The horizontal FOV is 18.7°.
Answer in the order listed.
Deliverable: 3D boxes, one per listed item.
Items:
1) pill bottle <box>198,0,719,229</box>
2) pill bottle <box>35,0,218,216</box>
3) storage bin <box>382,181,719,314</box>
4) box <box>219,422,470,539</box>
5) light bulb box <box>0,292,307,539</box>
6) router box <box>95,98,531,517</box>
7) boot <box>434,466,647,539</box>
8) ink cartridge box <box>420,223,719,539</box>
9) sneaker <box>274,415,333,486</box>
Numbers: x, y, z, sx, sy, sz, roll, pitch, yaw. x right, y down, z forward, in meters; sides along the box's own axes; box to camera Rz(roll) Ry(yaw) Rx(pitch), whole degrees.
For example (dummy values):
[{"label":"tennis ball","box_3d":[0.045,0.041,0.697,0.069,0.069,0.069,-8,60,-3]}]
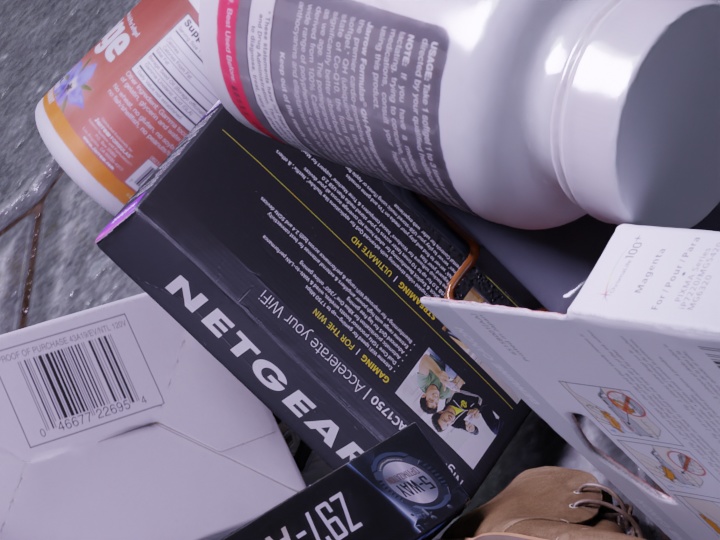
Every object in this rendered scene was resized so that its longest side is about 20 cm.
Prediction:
[{"label":"pill bottle","box_3d":[0.042,-0.079,0.802,0.199,0.111,0.111,23,73,41]},{"label":"pill bottle","box_3d":[-0.106,-0.132,1.421,0.200,0.112,0.112,-43,30,11]},{"label":"storage bin","box_3d":[0.115,-0.001,0.901,0.146,0.200,0.134,-44,39,8]},{"label":"box","box_3d":[-0.065,0.154,0.925,0.200,0.044,0.160,-28,-14,-35]},{"label":"light bulb box","box_3d":[-0.167,0.118,1.056,0.198,0.125,0.200,-16,-15,-38]},{"label":"router box","box_3d":[0.000,0.000,1.001,0.149,0.200,0.051,-51,9,-34]},{"label":"boot","box_3d":[0.088,0.111,0.897,0.075,0.074,0.200,-46,13,-18]},{"label":"ink cartridge box","box_3d":[0.141,0.058,0.773,0.173,0.200,0.044,9,60,56]},{"label":"sneaker","box_3d":[-0.066,0.083,1.142,0.199,0.088,0.076,-25,37,37]}]
